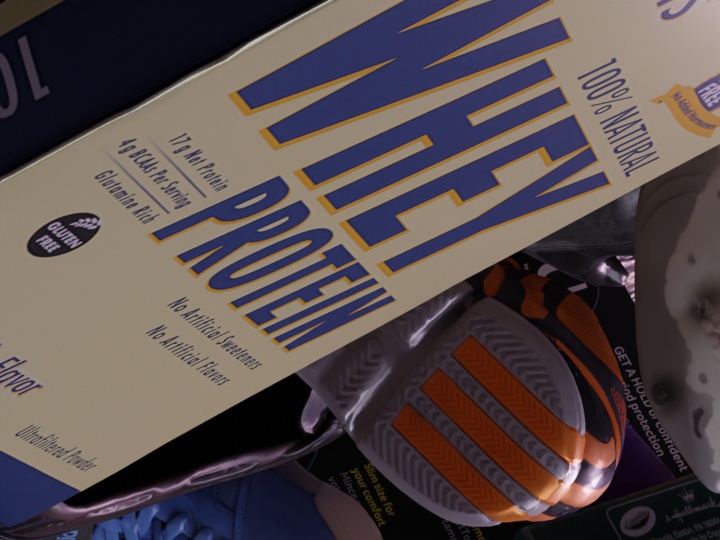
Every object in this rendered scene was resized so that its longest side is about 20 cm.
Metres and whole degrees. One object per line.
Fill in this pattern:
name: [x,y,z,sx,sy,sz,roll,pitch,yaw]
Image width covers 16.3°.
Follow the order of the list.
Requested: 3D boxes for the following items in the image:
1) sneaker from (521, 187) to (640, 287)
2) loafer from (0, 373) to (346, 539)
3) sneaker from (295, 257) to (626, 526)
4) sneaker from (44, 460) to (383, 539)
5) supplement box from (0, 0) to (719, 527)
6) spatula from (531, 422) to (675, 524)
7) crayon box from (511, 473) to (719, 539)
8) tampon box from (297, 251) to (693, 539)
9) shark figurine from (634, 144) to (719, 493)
sneaker: [0.111,-0.056,0.868,0.090,0.067,0.200,33,138,-12]
loafer: [-0.036,0.038,0.817,0.200,0.072,0.063,-24,-167,-28]
sneaker: [0.000,0.000,0.748,0.078,0.200,0.112,-44,164,12]
sneaker: [-0.070,0.089,0.870,0.111,0.200,0.077,-12,141,-30]
supplement box: [-0.041,-0.096,0.454,0.200,0.200,0.134,-29,159,6]
spatula: [0.045,0.023,0.916,0.056,0.200,0.021,-28,-158,18]
crayon box: [0.087,0.148,0.974,0.126,0.052,0.200,-14,153,-30]
tampon box: [0.022,0.087,1.032,0.200,0.150,0.126,-17,156,-22]
shark figurine: [0.119,-0.043,0.620,0.214,0.128,0.089,-27,179,-32]
